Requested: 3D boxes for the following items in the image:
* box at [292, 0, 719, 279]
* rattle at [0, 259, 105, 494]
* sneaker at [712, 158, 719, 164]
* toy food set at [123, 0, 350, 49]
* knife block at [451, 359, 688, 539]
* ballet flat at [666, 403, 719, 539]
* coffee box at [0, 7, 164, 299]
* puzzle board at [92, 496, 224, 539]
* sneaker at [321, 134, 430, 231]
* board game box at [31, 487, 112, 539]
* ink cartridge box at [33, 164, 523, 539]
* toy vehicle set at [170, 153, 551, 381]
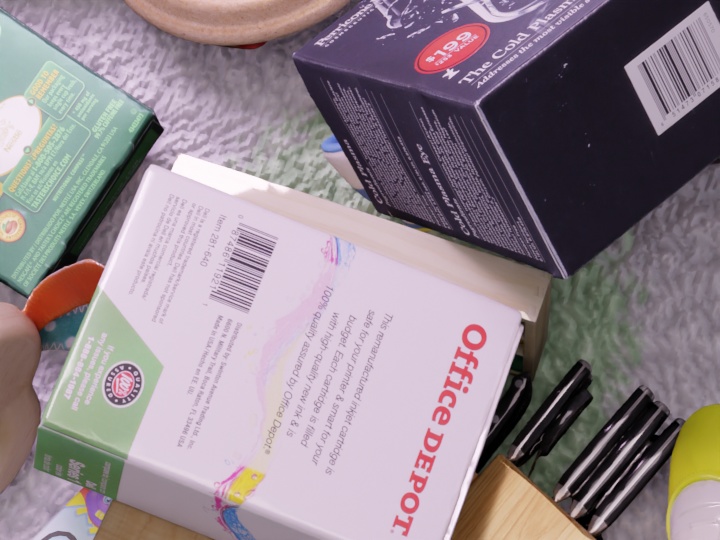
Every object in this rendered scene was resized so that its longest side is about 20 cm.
[{"bbox_3d":[0.102,-0.108,1.353,0.200,0.182,0.104,-38,116,-18],"label":"box"},{"bbox_3d":[-0.221,0.042,1.467,0.200,0.130,0.143,-53,37,10],"label":"rattle"},{"bbox_3d":[0.172,-0.085,1.442,0.199,0.098,0.071,-11,82,5],"label":"sneaker"},{"bbox_3d":[-0.053,-0.211,1.489,0.198,0.049,0.200,40,88,27],"label":"toy food set"},{"bbox_3d":[0.087,0.150,1.430,0.175,0.064,0.201,-5,80,6],"label":"knife block"},{"bbox_3d":[0.185,0.165,1.367,0.067,0.067,0.201,-13,83,31],"label":"ballet flat"},{"bbox_3d":[-0.218,-0.085,1.484,0.200,0.044,0.123,32,86,8],"label":"coffee box"},{"bbox_3d":[-0.057,0.152,1.365,0.150,0.017,0.201,24,66,0],"label":"puzzle board"},{"bbox_3d":[0.041,-0.125,1.460,0.082,0.074,0.201,23,80,-30],"label":"sneaker"},{"bbox_3d":[-0.150,0.201,1.427,0.200,0.105,0.103,-45,80,-3],"label":"board game box"},{"bbox_3d":[-0.040,0.059,1.350,0.199,0.084,0.145,22,68,-1],"label":"ink cartridge box"},{"bbox_3d":[0.000,0.000,1.431,0.199,0.124,0.027,18,76,9],"label":"toy vehicle set"}]
